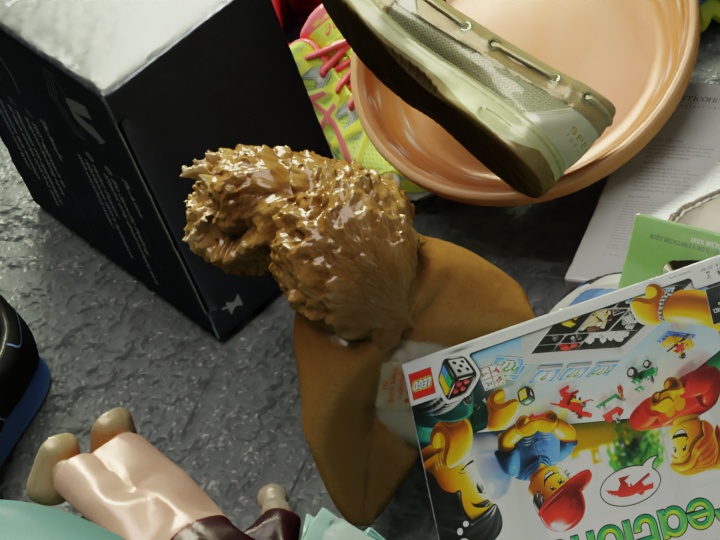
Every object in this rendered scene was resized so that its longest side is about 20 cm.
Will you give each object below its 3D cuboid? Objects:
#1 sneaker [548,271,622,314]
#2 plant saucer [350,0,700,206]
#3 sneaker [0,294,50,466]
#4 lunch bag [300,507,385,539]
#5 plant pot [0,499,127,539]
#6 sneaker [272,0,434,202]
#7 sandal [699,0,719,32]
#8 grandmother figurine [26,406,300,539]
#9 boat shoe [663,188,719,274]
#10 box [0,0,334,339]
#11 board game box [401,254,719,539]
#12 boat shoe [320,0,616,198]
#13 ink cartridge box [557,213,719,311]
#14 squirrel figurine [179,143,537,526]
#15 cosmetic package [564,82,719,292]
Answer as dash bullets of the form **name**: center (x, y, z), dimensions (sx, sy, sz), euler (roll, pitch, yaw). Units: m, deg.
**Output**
- **sneaker**: center (0.166, 0.062, 1.281), dimensions (0.200, 0.076, 0.077), euler (23, 56, 38)
- **plant saucer**: center (0.093, -0.121, 1.422), dimensions (0.199, 0.037, 0.201), euler (-10, 60, 17)
- **sneaker**: center (-0.232, 0.098, 1.409), dimensions (0.070, 0.078, 0.200), euler (-1, 48, 21)
- **lunch bag**: center (0.009, 0.221, 1.128), dimensions (0.170, 0.122, 0.200), euler (30, 62, 0)
- **plant pot**: center (-0.169, 0.201, 1.215), dimensions (0.200, 0.201, 0.161), euler (-40, 36, -16)
- **sneaker**: center (-0.004, -0.113, 1.504), dimensions (0.078, 0.090, 0.200), euler (-36, 47, -14)
- **sandal**: center (0.154, -0.159, 1.486), dimensions (0.200, 0.087, 0.079), euler (-36, 48, -10)
- **grandmother figurine**: center (-0.083, 0.145, 1.323), dimensions (0.121, 0.061, 0.200), euler (-31, 46, -23)
- **boat shoe**: center (0.244, -0.034, 1.270), dimensions (0.199, 0.060, 0.072), euler (-8, 48, 5)
- **box**: center (-0.126, -0.099, 1.466), dimensions (0.117, 0.197, 0.200), euler (-40, 47, -17)
- **board game box**: center (0.121, 0.076, 1.175), dimensions (0.200, 0.035, 0.127), euler (-21, 73, 29)
- **boat shoe**: center (0.048, -0.121, 1.377), dimensions (0.063, 0.073, 0.201), euler (-42, 59, -10)
- **ink cartridge box**: center (0.139, 0.076, 1.220), dimensions (0.104, 0.059, 0.201), euler (15, 91, 33)
- **squirrel figurine**: center (0.000, 0.000, 1.328), dimensions (0.141, 0.200, 0.187), euler (-32, 31, 5)
- **cosmetic package**: center (0.227, -0.026, 1.357), dimensions (0.199, 0.052, 0.151), euler (7, 54, 28)
